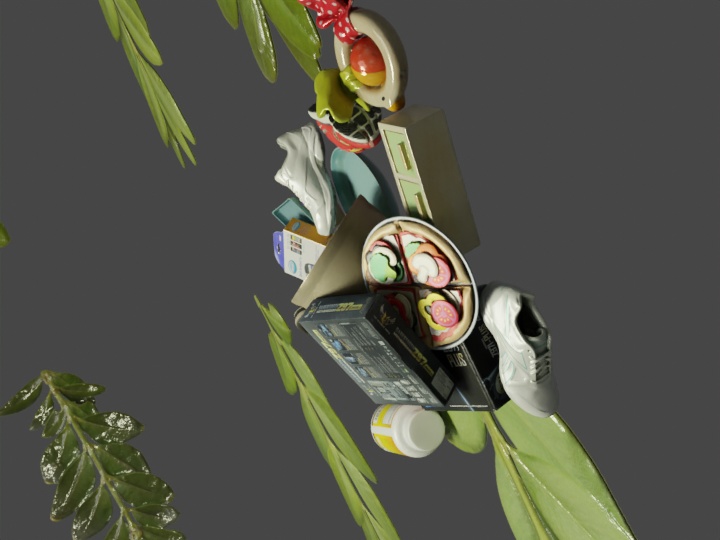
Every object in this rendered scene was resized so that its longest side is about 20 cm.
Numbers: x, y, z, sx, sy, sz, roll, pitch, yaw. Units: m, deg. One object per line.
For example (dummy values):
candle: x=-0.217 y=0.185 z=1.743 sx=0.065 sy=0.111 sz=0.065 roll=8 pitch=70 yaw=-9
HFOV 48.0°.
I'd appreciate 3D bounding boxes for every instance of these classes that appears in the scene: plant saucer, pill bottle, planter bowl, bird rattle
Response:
plant saucer: x=-0.072 y=-0.055 z=1.491 sx=0.200 sy=0.019 sz=0.070 roll=43 pitch=141 yaw=-14
pill bottle: x=0.098 y=0.318 z=1.634 sx=0.110 sy=0.109 sz=0.200 roll=61 pitch=162 yaw=-1
plant saucer: x=0.013 y=-0.120 z=1.363 sx=0.201 sy=0.027 sz=0.201 roll=51 pitch=159 yaw=27
planter bowl: x=0.000 y=0.000 z=1.277 sx=0.134 sy=0.201 sz=0.200 roll=32 pitch=160 yaw=-3
bird rattle: x=0.005 y=-0.297 z=1.085 sx=0.162 sy=0.112 sz=0.202 roll=32 pitch=134 yaw=35

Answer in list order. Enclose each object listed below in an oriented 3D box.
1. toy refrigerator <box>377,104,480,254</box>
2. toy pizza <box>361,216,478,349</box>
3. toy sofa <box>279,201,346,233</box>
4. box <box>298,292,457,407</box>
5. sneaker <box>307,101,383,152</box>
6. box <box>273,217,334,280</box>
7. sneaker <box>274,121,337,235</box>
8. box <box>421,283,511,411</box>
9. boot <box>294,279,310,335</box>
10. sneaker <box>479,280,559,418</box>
toy refrigerator: x=0.092 y=-0.115 z=1.097 sx=0.076 sy=0.070 sz=0.202 roll=29 pitch=143 yaw=58
toy pizza: x=0.074 y=0.023 z=1.119 sx=0.199 sy=0.032 sz=0.202 roll=23 pitch=127 yaw=33
toy sofa: x=-0.105 y=-0.101 z=1.613 sx=0.098 sy=0.082 sz=0.200 roll=60 pitch=161 yaw=1
box: x=0.025 y=0.119 z=1.183 sx=0.157 sy=0.051 sz=0.200 roll=-9 pitch=129 yaw=50
sneaker: x=-0.008 y=-0.217 z=1.239 sx=0.085 sy=0.077 sz=0.200 roll=59 pitch=172 yaw=-31
box: x=-0.066 y=-0.019 z=1.481 sx=0.198 sy=0.042 sz=0.120 roll=24 pitch=141 yaw=16
sneaker: x=-0.099 y=-0.155 z=1.435 sx=0.078 sy=0.098 sz=0.202 roll=35 pitch=-138 yaw=-85
box: x=0.141 y=0.122 z=1.232 sx=0.199 sy=0.086 sz=0.165 roll=-15 pitch=103 yaw=61
boot: x=-0.079 y=0.051 z=1.641 sx=0.073 sy=0.199 sz=0.151 roll=-52 pitch=57 yaw=33
sneaker: x=0.222 y=0.111 z=1.077 sx=0.080 sy=0.070 sz=0.202 roll=4 pitch=120 yaw=65
